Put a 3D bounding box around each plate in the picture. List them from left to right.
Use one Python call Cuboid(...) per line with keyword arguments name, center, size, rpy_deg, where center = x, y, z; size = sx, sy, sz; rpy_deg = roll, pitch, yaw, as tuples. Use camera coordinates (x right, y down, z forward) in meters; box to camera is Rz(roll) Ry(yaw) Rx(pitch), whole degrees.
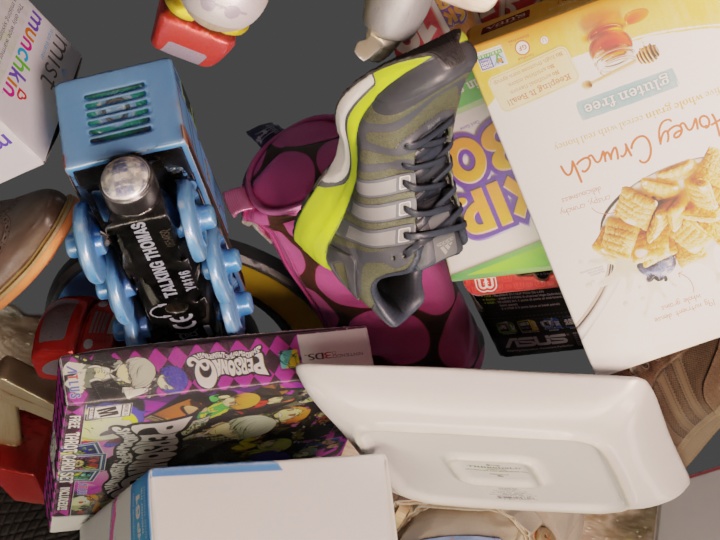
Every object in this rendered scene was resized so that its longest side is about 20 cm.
Cuboid(name="plate", center=(0.080, 0.103, 1.372), size=(0.198, 0.033, 0.200), rpy_deg=(1, 159, 16))

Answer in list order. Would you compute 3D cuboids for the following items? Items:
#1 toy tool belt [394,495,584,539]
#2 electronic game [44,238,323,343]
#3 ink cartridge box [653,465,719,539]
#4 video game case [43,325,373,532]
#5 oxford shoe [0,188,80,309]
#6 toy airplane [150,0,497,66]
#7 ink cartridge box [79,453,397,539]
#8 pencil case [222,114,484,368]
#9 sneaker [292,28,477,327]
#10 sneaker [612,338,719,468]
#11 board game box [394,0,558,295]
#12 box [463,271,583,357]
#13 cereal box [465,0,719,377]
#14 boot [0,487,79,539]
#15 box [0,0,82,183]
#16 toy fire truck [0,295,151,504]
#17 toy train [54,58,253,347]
Cuboid(name="toy tool belt", center=(0.055, 0.210, 1.608), size=(0.199, 0.123, 0.125), rpy_deg=(-20, 131, 33))
Cuboid(name="electronic game", center=(-0.103, 0.045, 1.517), size=(0.199, 0.042, 0.201), rpy_deg=(7, 140, 6))
Cuboid(name="ink cartridge box", center=(0.306, 0.207, 1.574), size=(0.145, 0.084, 0.200), rpy_deg=(-23, 129, 35))
Cuboid(name="video game case", center=(-0.096, 0.097, 1.429), size=(0.180, 0.036, 0.200), rpy_deg=(-6, 154, -14))
Cuboid(name="oxford shoe", center=(-0.254, -0.012, 1.469), size=(0.199, 0.072, 0.073), rpy_deg=(-24, 124, 35))
Cuboid(name="toy airplane", center=(-0.050, -0.179, 1.165), size=(0.199, 0.142, 0.200), rpy_deg=(-8, 136, 22))
Cuboid(name="ink cartridge box", center=(-0.076, 0.169, 1.405), size=(0.144, 0.085, 0.200), rpy_deg=(-2, 165, -19))
Cuboid(name="pencil case", center=(0.000, 0.000, 1.407), size=(0.093, 0.091, 0.200), rpy_deg=(-33, 129, -3))
Cuboid(name="sneaker", center=(0.028, -0.048, 1.237), size=(0.081, 0.074, 0.200), rpy_deg=(50, 150, 19))
Cuboid(name="sneaker", center=(0.178, 0.053, 1.368), size=(0.075, 0.071, 0.200), rpy_deg=(15, 142, -4))
Cuboid(name="board game box", center=(0.077, -0.077, 1.286), size=(0.095, 0.030, 0.201), rpy_deg=(-6, 115, 21))
Cuboid(name="box", center=(0.144, -0.033, 1.364), size=(0.199, 0.048, 0.194), rpy_deg=(-7, 134, 22))
Cuboid(name="cereal box", center=(0.155, -0.056, 1.243), size=(0.143, 0.040, 0.201), rpy_deg=(-20, 110, 13))
Cuboid(name="boot", center=(-0.202, 0.215, 1.725), size=(0.199, 0.070, 0.132), rpy_deg=(-3, 143, 24))
Cuboid(name="box", center=(-0.291, -0.114, 1.338), size=(0.199, 0.097, 0.177), rpy_deg=(-20, 128, 31))
Cuboid(name="toy fire truck", center=(-0.188, 0.084, 1.530), size=(0.140, 0.049, 0.200), rpy_deg=(6, 145, 17))
Cuboid(name="toy train", center=(-0.114, -0.028, 1.348), size=(0.086, 0.115, 0.200), rpy_deg=(-11, 152, 4))
